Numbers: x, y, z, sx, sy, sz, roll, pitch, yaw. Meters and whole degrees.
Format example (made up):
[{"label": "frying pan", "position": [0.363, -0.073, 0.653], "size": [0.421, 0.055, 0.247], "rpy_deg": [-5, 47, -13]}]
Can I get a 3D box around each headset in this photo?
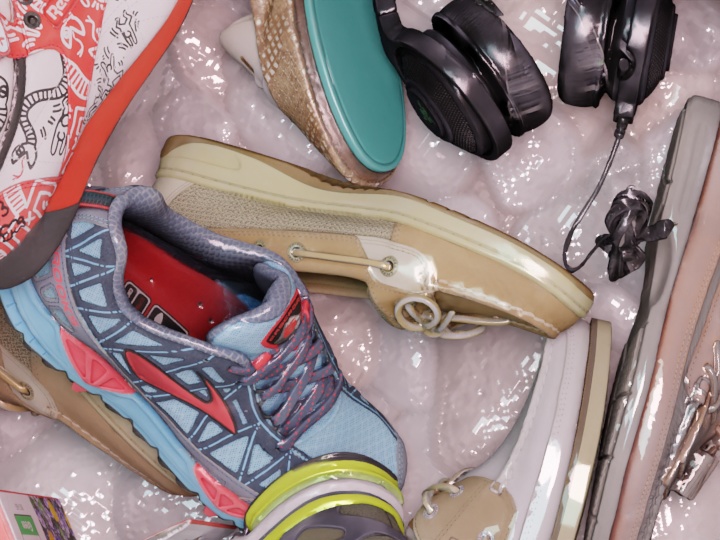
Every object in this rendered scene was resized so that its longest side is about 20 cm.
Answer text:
[{"label": "headset", "position": [0.076, -0.091, 1.144], "size": [0.123, 0.094, 0.200], "rpy_deg": [-17, 72, -3]}]

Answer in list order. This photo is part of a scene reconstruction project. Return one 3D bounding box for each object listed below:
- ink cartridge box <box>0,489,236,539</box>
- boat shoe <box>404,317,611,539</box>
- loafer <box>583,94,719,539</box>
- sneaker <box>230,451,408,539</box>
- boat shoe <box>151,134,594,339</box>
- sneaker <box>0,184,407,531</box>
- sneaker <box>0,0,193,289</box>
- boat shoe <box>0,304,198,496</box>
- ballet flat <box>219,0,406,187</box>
[{"label": "ink cartridge box", "position": [-0.158, 0.125, 1.147], "size": [0.200, 0.109, 0.050], "rpy_deg": [-25, 81, 4]}, {"label": "boat shoe", "position": [0.052, 0.111, 1.139], "size": [0.068, 0.075, 0.200], "rpy_deg": [15, 85, 6]}, {"label": "loafer", "position": [0.139, 0.030, 1.142], "size": [0.063, 0.072, 0.200], "rpy_deg": [13, 82, 2]}, {"label": "sneaker", "position": [-0.049, 0.166, 1.120], "size": [0.074, 0.081, 0.200], "rpy_deg": [29, 108, -28]}, {"label": "boat shoe", "position": [-0.002, -0.001, 1.149], "size": [0.200, 0.073, 0.063], "rpy_deg": [18, 83, 21]}, {"label": "sneaker", "position": [-0.050, 0.038, 1.116], "size": [0.200, 0.095, 0.079], "rpy_deg": [36, 55, -23]}, {"label": "sneaker", "position": [-0.127, -0.101, 1.049], "size": [0.067, 0.108, 0.202], "rpy_deg": [16, 77, 32]}, {"label": "boat shoe", "position": [-0.132, 0.025, 1.184], "size": [0.200, 0.071, 0.065], "rpy_deg": [46, 126, 3]}, {"label": "ballet flat", "position": [-0.032, -0.125, 1.192], "size": [0.065, 0.070, 0.200], "rpy_deg": [-18, 77, 32]}]
